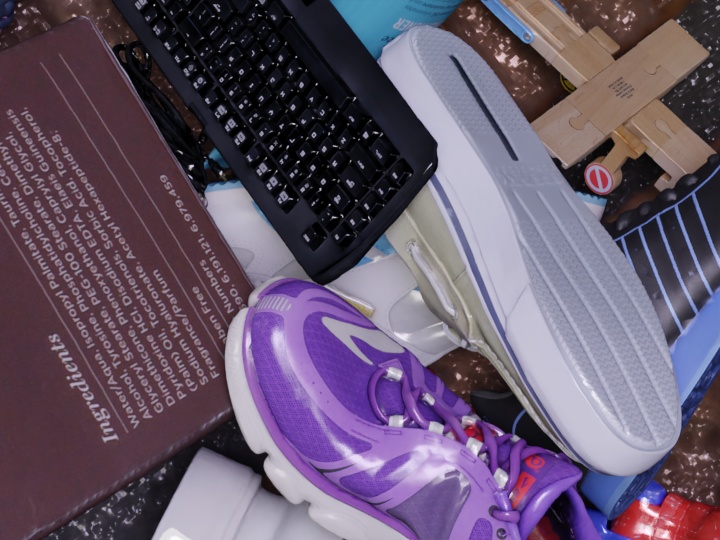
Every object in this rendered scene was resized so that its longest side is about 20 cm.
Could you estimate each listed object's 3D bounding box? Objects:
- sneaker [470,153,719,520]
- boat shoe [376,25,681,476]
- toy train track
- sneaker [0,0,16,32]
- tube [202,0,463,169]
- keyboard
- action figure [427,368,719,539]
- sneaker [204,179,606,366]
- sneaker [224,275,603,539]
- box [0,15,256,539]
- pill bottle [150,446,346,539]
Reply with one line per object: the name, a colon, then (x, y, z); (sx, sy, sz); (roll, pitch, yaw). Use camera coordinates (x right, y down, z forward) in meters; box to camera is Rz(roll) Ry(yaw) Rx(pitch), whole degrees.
sneaker: (0.121, -0.004, 0.969); (0.078, 0.070, 0.200); (34, 90, 15)
boat shoe: (0.054, -0.001, 0.938); (0.062, 0.072, 0.200); (-47, 56, 34)
toy train track: (0.071, -0.095, 1.034); (0.200, 0.033, 0.115); (45, 47, 10)
sneaker: (-0.157, -0.130, 1.036); (0.200, 0.070, 0.082); (-24, 111, 0)
tube: (0.014, -0.111, 0.978); (0.200, 0.077, 0.050); (-48, 64, 29)
keyboard: (-0.056, -0.075, 0.966); (0.104, 0.040, 0.200); (-51, 54, 21)
action figure: (0.115, 0.099, 1.033); (0.200, 0.099, 0.065); (20, 93, 22)
sneaker: (0.000, 0.000, 1.022); (0.199, 0.077, 0.081); (3, 93, 2)
sneaker: (0.038, 0.071, 0.919); (0.200, 0.083, 0.081); (43, 51, -8)
box: (-0.168, 0.034, 0.933); (0.200, 0.166, 0.164); (-31, 90, -45)
pill bottle: (0.007, 0.151, 1.003); (0.200, 0.111, 0.111); (26, 90, 0)
